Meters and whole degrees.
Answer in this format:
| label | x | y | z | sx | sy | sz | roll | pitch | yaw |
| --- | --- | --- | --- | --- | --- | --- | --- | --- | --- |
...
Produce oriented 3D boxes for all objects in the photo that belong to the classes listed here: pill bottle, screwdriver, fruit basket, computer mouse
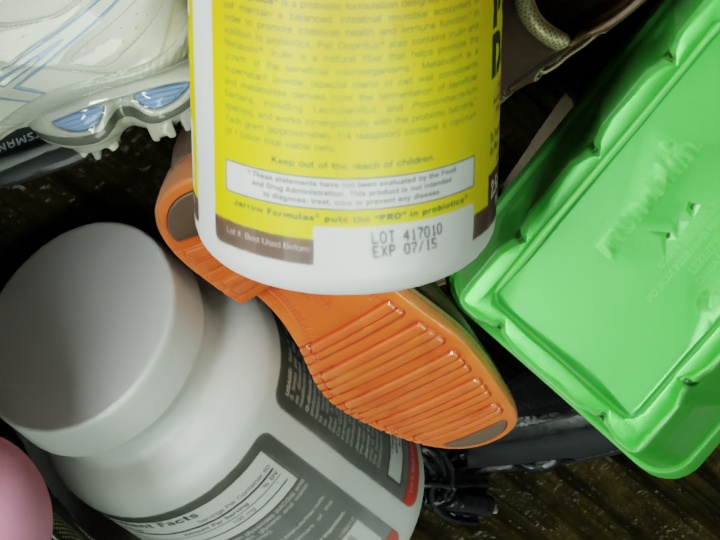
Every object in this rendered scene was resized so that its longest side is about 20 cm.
| label | x | y | z | sx | sy | sz | roll | pitch | yaw |
| --- | --- | --- | --- | --- | --- | --- | --- | --- | --- |
| pill bottle | -0.065 | 0.065 | 1.021 | 0.116 | 0.116 | 0.200 | -31 | 141 | 13 |
| screwdriver | -0.065 | -0.071 | 0.928 | 0.200 | 0.029 | 0.028 | -18 | 143 | -2 |
| pill bottle | -0.005 | -0.101 | 0.815 | 0.109 | 0.109 | 0.200 | -7 | 115 | -17 |
| fruit basket | 0.150 | -0.022 | 0.964 | 0.216 | 0.155 | 0.216 | -48 | 172 | -8 |
| computer mouse | 0.109 | 0.071 | 1.140 | 0.200 | 0.053 | 0.138 | -32 | 160 | 9 |

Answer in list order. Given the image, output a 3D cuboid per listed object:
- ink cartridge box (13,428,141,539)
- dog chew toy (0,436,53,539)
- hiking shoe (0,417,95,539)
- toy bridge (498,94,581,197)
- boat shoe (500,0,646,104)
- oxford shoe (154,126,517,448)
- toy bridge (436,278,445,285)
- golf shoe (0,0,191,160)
| label | x | y | z | sx | sy | sz | roll | pitch | yaw |
| --- | --- | --- | --- | --- | --- | --- | --- | --- | --- |
| ink cartridge box | -0.209 | 0.158 | 1.093 | 0.200 | 0.086 | 0.146 | -28 | 142 | 11 |
| dog chew toy | -0.194 | 0.065 | 0.835 | 0.200 | 0.125 | 0.125 | 34 | 119 | -25 |
| hiking shoe | -0.162 | 0.091 | 0.953 | 0.076 | 0.200 | 0.101 | -50 | 166 | -9 |
| toy bridge | 0.082 | -0.043 | 1.018 | 0.200 | 0.027 | 0.067 | 8 | 134 | -30 |
| boat shoe | 0.056 | -0.105 | 0.889 | 0.202 | 0.075 | 0.075 | -38 | 103 | 10 |
| oxford shoe | 0.000 | 0.000 | 0.974 | 0.071 | 0.073 | 0.200 | -24 | 128 | 29 |
| toy bridge | 0.101 | 0.011 | 1.067 | 0.200 | 0.067 | 0.027 | 5 | 136 | -12 |
| golf shoe | -0.155 | -0.075 | 0.864 | 0.200 | 0.078 | 0.097 | -22 | 121 | -2 |
